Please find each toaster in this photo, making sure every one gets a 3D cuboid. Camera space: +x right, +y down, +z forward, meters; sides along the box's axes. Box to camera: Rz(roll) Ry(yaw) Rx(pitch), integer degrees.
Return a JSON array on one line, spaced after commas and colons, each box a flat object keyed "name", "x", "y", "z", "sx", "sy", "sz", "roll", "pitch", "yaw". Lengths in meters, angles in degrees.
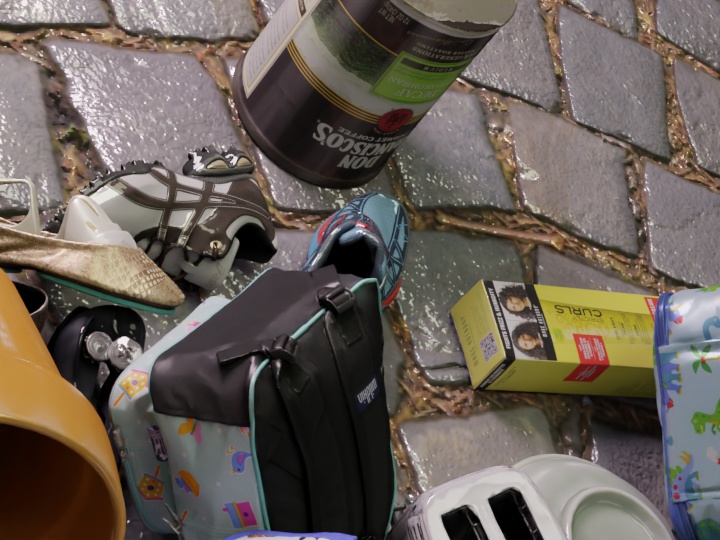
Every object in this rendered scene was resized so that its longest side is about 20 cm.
[{"name": "toaster", "x": 0.082, "y": 0.216, "z": 1.228, "sx": 0.113, "sy": 0.129, "sz": 0.201, "roll": -15, "pitch": 67, "yaw": -21}]

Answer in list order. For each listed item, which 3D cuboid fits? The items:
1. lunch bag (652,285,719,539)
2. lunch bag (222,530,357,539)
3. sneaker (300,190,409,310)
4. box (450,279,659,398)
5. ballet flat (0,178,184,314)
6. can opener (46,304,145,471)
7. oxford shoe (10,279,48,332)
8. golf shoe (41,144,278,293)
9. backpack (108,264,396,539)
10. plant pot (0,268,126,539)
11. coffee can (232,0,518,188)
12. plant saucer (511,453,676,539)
[{"name": "lunch bag", "x": 0.282, "y": 0.113, "z": 1.440, "sx": 0.160, "sy": 0.082, "sz": 0.202, "roll": 1, "pitch": 82, "yaw": -66}, {"name": "lunch bag", "x": -0.088, "y": 0.236, "z": 1.051, "sx": 0.124, "sy": 0.200, "sz": 0.170, "roll": 51, "pitch": 44, "yaw": 8}, {"name": "sneaker", "x": 0.000, "y": 0.000, "z": 1.375, "sx": 0.079, "sy": 0.096, "sz": 0.200, "roll": 38, "pitch": 43, "yaw": -6}, {"name": "box", "x": 0.170, "y": 0.057, "z": 1.490, "sx": 0.198, "sy": 0.050, "sz": 0.076, "roll": 7, "pitch": 55, "yaw": -34}, {"name": "ballet flat", "x": -0.207, "y": -0.023, "z": 1.213, "sx": 0.198, "sy": 0.071, "sz": 0.066, "roll": 13, "pitch": 92, "yaw": -3}, {"name": "can opener", "x": -0.175, "y": 0.112, "z": 1.181, "sx": 0.063, "sy": 0.079, "sz": 0.202, "roll": 15, "pitch": 61, "yaw": -19}, {"name": "oxford shoe", "x": -0.291, "y": 0.016, "z": 1.163, "sx": 0.198, "sy": 0.073, "sz": 0.072, "roll": 7, "pitch": 54, "yaw": -32}, {"name": "golf shoe", "x": -0.135, "y": -0.027, "z": 1.311, "sx": 0.199, "sy": 0.078, "sz": 0.095, "roll": -19, "pitch": 71, "yaw": -42}, {"name": "backpack", "x": -0.059, "y": 0.117, "z": 1.188, "sx": 0.176, "sy": 0.152, "sz": 0.202, "roll": -44, "pitch": 125, "yaw": -52}, {"name": "plant pot", "x": -0.246, "y": 0.089, "z": 1.071, "sx": 0.199, "sy": 0.201, "sz": 0.184, "roll": 13, "pitch": 35, "yaw": -28}, {"name": "coffee can", "x": 0.009, "y": -0.181, "z": 1.445, "sx": 0.145, "sy": 0.200, "sz": 0.147, "roll": 19, "pitch": 48, "yaw": -23}, {"name": "plant saucer", "x": 0.180, "y": 0.217, "z": 1.375, "sx": 0.199, "sy": 0.050, "sz": 0.202, "roll": 20, "pitch": 47, "yaw": -23}]
